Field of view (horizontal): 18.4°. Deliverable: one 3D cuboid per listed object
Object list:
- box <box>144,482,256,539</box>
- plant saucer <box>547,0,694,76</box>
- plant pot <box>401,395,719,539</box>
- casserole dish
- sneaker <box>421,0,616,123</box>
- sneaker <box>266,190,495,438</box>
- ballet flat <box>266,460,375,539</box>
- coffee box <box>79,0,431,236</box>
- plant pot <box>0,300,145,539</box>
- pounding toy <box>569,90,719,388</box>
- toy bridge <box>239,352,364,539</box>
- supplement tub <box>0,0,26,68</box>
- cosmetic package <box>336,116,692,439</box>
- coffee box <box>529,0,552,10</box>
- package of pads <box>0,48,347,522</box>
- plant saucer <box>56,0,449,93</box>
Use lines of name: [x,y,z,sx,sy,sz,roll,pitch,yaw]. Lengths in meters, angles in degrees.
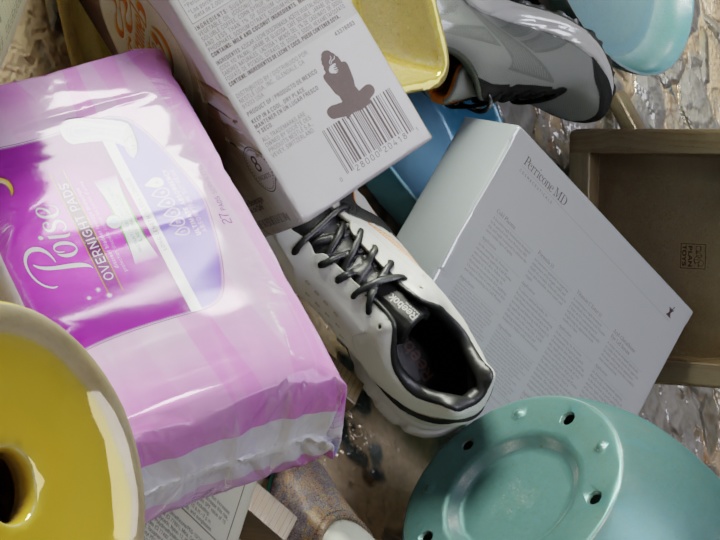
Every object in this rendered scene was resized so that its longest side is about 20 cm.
box: [-0.104,0.090,0.991,0.095,0.077,0.201,48,43,-32]
plant saucer: [0.146,-0.214,1.362,0.200,0.027,0.202,25,58,-49]
plant pot: [0.112,0.162,1.153,0.161,0.199,0.201,52,41,-36]
casserole dish: [0.019,-0.097,1.271,0.200,0.039,0.122,50,42,-31]
sneaker: [0.071,-0.120,1.269,0.200,0.074,0.080,23,68,-43]
sneaker: [0.000,0.000,1.131,0.074,0.080,0.200,-45,98,-13]
ballet flat: [-0.004,0.187,1.108,0.068,0.067,0.202,10,70,-51]
coffee box: [-0.066,-0.119,1.013,0.080,0.114,0.201,-34,96,-20]
plant pot: [-0.185,0.092,0.781,0.200,0.188,0.202,26,57,-49]
pounding toy: [0.215,-0.025,1.420,0.142,0.199,0.186,-3,95,-55]
toy bridge: [-0.064,0.110,1.075,0.067,0.027,0.201,42,49,-16]
supplement tub: [-0.202,-0.125,0.873,0.145,0.144,0.201,45,45,-36]
cosmetic package: [0.093,0.031,1.270,0.200,0.052,0.151,43,73,-38]
coffee box: [0.093,-0.232,1.388,0.113,0.079,0.201,-42,113,-51]
package of pads: [-0.101,0.008,0.933,0.120,0.076,0.201,-17,59,-23]
plant saucer: [-0.071,-0.169,1.105,0.199,0.048,0.201,-13,89,-25]
